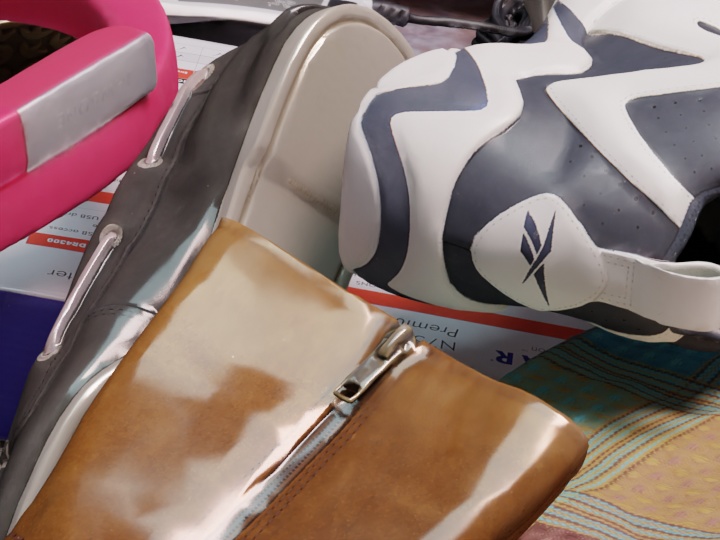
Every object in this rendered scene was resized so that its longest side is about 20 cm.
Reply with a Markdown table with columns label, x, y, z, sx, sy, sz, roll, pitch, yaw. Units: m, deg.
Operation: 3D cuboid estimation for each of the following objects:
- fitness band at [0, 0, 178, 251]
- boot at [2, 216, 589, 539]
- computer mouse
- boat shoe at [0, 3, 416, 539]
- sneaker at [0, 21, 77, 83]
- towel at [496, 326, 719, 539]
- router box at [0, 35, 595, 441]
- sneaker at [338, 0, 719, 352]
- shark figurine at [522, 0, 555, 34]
| label | x | y | z | sx | sy | sz | roll | pitch | yaw |
| --- | --- | --- | --- | --- | --- | --- | --- | --- | --- |
| fitness band | -0.137 | -0.042 | 0.766 | 0.143 | 0.038 | 0.200 | 19 | 37 | 36 |
| boot | -0.081 | 0.059 | 0.612 | 0.188 | 0.069 | 0.200 | 25 | 63 | 25 |
| computer mouse | -0.024 | -0.080 | 1.004 | 0.199 | 0.044 | 0.110 | 9 | 29 | -10 |
| boat shoe | -0.046 | 0.020 | 0.742 | 0.057 | 0.067 | 0.200 | -6 | 51 | 53 |
| sneaker | -0.191 | -0.089 | 0.899 | 0.200 | 0.067 | 0.090 | -8 | 62 | -17 |
| towel | 0.092 | 0.039 | 0.698 | 0.146 | 0.022 | 0.200 | 8 | 22 | 35 |
| router box | 0.000 | 0.000 | 0.857 | 0.199 | 0.049 | 0.180 | 11 | 29 | 2 |
| sneaker | 0.100 | -0.034 | 0.756 | 0.129 | 0.080 | 0.199 | 22 | 28 | 30 |
| shark figurine | 0.112 | -0.102 | 0.996 | 0.214 | 0.090 | 0.128 | 12 | 15 | -41 |
